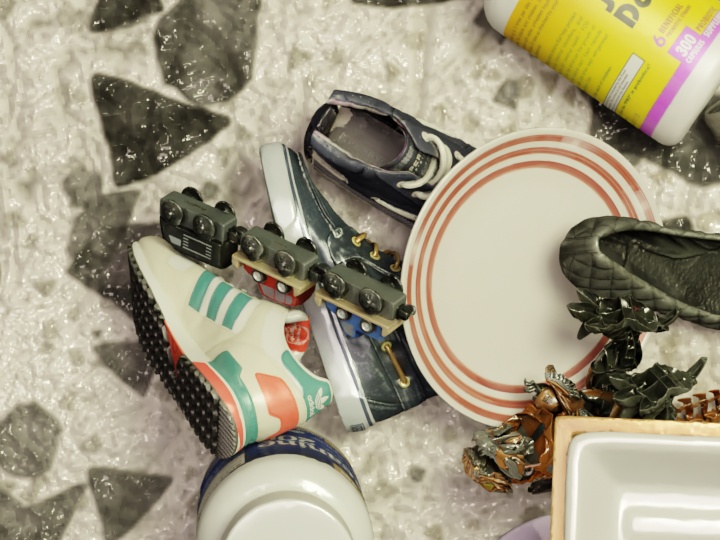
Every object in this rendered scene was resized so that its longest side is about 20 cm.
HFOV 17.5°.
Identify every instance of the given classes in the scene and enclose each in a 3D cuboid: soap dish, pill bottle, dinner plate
[{"bbox_3d":[0.191,0.192,1.404,0.156,0.081,0.201,2,84,5],"label":"soap dish"},{"bbox_3d":[-0.048,0.165,1.471,0.110,0.200,0.112,0,96,-4],"label":"pill bottle"},{"bbox_3d":[0.112,0.005,1.536,0.199,0.024,0.202,-5,101,-23],"label":"dinner plate"},{"bbox_3d":[0.154,-0.177,1.546,0.199,0.104,0.105,35,88,6],"label":"pill bottle"}]

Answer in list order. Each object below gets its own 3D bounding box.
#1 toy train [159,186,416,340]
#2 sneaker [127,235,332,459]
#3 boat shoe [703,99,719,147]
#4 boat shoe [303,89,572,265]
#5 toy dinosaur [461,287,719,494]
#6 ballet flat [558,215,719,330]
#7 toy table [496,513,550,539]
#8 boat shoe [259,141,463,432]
[{"bbox_3d":[-0.050,-0.001,1.508,0.199,0.034,0.046,24,125,27],"label":"toy train"},{"bbox_3d":[-0.086,0.042,1.534,0.093,0.071,0.200,-15,40,-19],"label":"sneaker"},{"bbox_3d":[0.310,-0.150,1.550,0.057,0.067,0.200,43,91,-10],"label":"boat shoe"},{"bbox_3d":[0.051,-0.056,1.546,0.199,0.093,0.075,23,86,4],"label":"boat shoe"},{"bbox_3d":[0.164,0.090,1.525,0.199,0.136,0.102,-26,54,-32],"label":"toy dinosaur"},{"bbox_3d":[0.224,0.004,1.529,0.199,0.057,0.067,7,88,-17],"label":"ballet flat"},{"bbox_3d":[0.170,0.216,1.503,0.199,0.117,0.185,-3,84,4],"label":"toy table"},{"bbox_3d":[0.000,0.000,1.562,0.090,0.071,0.201,-19,89,-2],"label":"boat shoe"}]
